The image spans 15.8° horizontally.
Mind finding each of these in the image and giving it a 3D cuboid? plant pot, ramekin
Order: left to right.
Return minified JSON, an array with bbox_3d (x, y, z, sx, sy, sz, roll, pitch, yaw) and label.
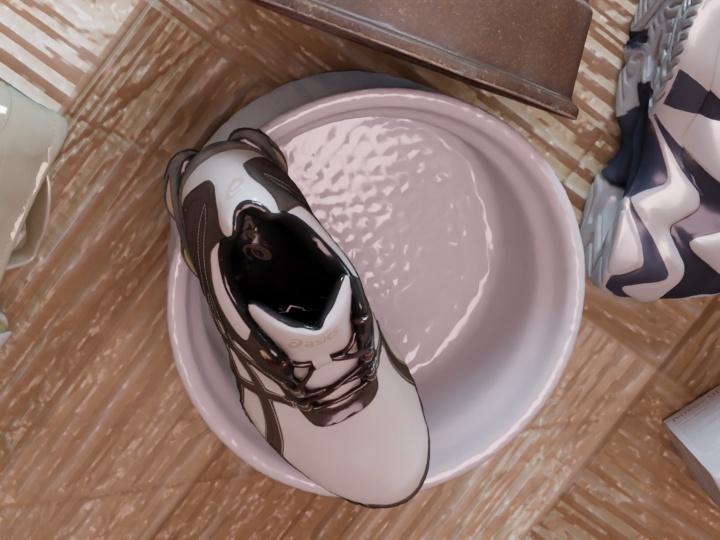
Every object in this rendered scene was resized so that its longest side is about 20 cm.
[{"bbox_3d":[0.000,0.000,1.251,0.200,0.098,0.201,-3,107,-11],"label":"ramekin"},{"bbox_3d":[0.038,-0.193,1.159,0.200,0.200,0.199,20,95,-17],"label":"plant pot"}]

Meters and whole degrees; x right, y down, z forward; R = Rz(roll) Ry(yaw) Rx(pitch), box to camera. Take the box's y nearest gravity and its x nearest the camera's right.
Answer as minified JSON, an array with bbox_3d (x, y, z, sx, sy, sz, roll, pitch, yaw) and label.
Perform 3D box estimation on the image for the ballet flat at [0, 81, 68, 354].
[{"bbox_3d":[-0.187,0.006,1.230,0.069,0.070,0.200,16,110,-16],"label":"ballet flat"}]

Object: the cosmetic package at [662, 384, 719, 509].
[{"bbox_3d":[0.261,0.056,1.335,0.200,0.083,0.051,-32,113,-1],"label":"cosmetic package"}]

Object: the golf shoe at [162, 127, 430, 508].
[{"bbox_3d":[-0.025,0.036,1.156,0.078,0.095,0.200,-32,112,-2],"label":"golf shoe"}]

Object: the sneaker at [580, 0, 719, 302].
[{"bbox_3d":[0.196,-0.072,1.283,0.129,0.079,0.200,9,104,-16],"label":"sneaker"}]
